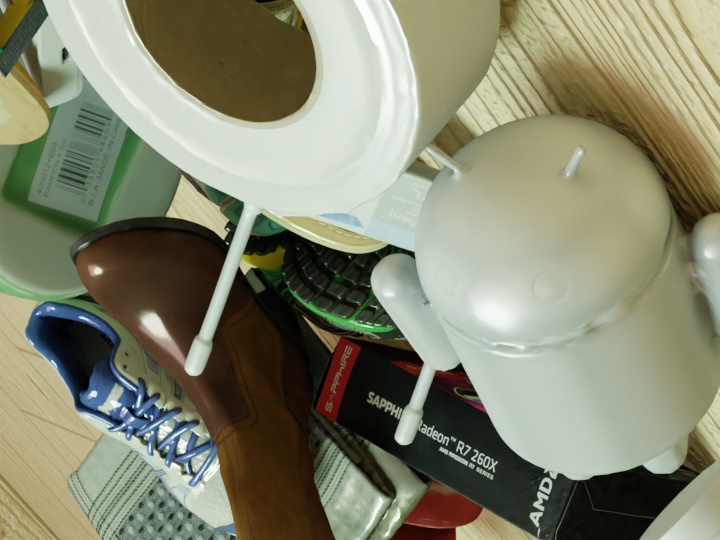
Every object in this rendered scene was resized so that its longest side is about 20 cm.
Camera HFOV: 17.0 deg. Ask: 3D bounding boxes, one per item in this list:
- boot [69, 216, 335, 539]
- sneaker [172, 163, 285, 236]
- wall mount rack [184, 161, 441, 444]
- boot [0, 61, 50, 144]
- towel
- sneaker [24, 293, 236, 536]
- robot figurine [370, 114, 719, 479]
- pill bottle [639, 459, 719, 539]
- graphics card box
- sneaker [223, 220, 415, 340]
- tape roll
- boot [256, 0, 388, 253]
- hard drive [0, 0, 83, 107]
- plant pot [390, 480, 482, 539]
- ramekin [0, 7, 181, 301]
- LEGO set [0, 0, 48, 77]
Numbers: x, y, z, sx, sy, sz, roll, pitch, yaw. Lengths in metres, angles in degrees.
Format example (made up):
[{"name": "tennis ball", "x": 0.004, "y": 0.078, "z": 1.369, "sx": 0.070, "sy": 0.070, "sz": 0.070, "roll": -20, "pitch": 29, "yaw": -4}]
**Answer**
[{"name": "boot", "x": -0.078, "y": 0.085, "z": 1.283, "sx": 0.188, "sy": 0.068, "sz": 0.200, "roll": 46, "pitch": -155, "yaw": -51}, {"name": "sneaker", "x": -0.107, "y": -0.104, "z": 1.338, "sx": 0.200, "sy": 0.078, "sz": 0.091, "roll": 55, "pitch": 170, "yaw": -18}, {"name": "wall mount rack", "x": -0.006, "y": 0.001, "z": 1.190, "sx": 0.199, "sy": 0.075, "sz": 0.174, "roll": 19, "pitch": 148, "yaw": -3}, {"name": "boot", "x": -0.230, "y": -0.168, "z": 1.250, "sx": 0.071, "sy": 0.144, "sz": 0.201, "roll": -29, "pitch": 129, "yaw": 34}, {"name": "towel", "x": -0.073, "y": 0.124, "z": 1.423, "sx": 0.035, "sy": 0.200, "sz": 0.193, "roll": 13, "pitch": -148, "yaw": -54}, {"name": "sneaker", "x": -0.121, "y": 0.087, "z": 1.393, "sx": 0.200, "sy": 0.075, "sz": 0.088, "roll": 41, "pitch": -163, "yaw": 29}, {"name": "robot figurine", "x": 0.092, "y": 0.011, "z": 1.060, "sx": 0.169, "sy": 0.113, "sz": 0.200, "roll": -9, "pitch": 138, "yaw": 18}, {"name": "pill bottle", "x": 0.225, "y": 0.183, "z": 1.162, "sx": 0.200, "sy": 0.111, "sz": 0.111, "roll": 44, "pitch": 164, "yaw": 3}, {"name": "graphics card box", "x": 0.083, "y": 0.096, "z": 1.299, "sx": 0.125, "sy": 0.051, "sz": 0.200, "roll": 14, "pitch": -171, "yaw": -42}, {"name": "sneaker", "x": 0.000, "y": 0.000, "z": 1.349, "sx": 0.085, "sy": 0.078, "sz": 0.200, "roll": 45, "pitch": 174, "yaw": -26}, {"name": "tape roll", "x": -0.042, "y": -0.122, "z": 1.029, "sx": 0.202, "sy": 0.071, "sz": 0.203, "roll": 23, "pitch": 140, "yaw": 21}, {"name": "boot", "x": -0.042, "y": -0.100, "z": 1.195, "sx": 0.200, "sy": 0.073, "sz": 0.155, "roll": 47, "pitch": 162, "yaw": 2}, {"name": "hard drive", "x": -0.193, "y": -0.198, "z": 1.257, "sx": 0.132, "sy": 0.027, "sz": 0.200, "roll": 110, "pitch": 136, "yaw": -72}, {"name": "plant pot", "x": -0.031, "y": 0.165, "z": 1.529, "sx": 0.200, "sy": 0.183, "sz": 0.200, "roll": 23, "pitch": -166, "yaw": -6}, {"name": "ramekin", "x": -0.192, "y": -0.079, "z": 1.390, "sx": 0.098, "sy": 0.200, "sz": 0.200, "roll": 19, "pitch": 151, "yaw": 39}, {"name": "LEGO set", "x": -0.181, "y": -0.191, "z": 1.108, "sx": 0.116, "sy": 0.200, "sz": 0.154, "roll": 31, "pitch": 178, "yaw": 12}]
